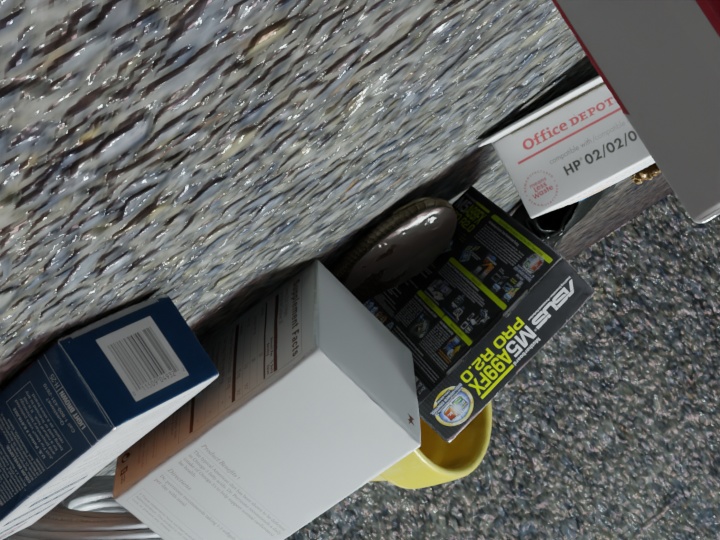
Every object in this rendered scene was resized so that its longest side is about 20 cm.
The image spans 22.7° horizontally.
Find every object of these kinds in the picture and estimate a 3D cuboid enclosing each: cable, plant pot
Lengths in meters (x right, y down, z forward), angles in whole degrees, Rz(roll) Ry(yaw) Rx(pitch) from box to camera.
[{"bbox_3d":[-0.198,0.212,1.433,0.199,0.070,0.200,3,-174,17],"label":"cable"},{"bbox_3d":[0.012,0.146,1.946,0.188,0.202,0.201,-19,-177,33],"label":"plant pot"}]

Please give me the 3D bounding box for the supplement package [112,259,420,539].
[{"bbox_3d":[-0.069,0.112,1.315,0.200,0.117,0.117,-36,-153,19],"label":"supplement package"}]

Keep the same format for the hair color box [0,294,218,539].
[{"bbox_3d":[-0.184,0.098,1.040,0.200,0.061,0.100,-39,172,34],"label":"hair color box"}]

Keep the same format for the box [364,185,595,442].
[{"bbox_3d":[0.078,0.029,1.399,0.160,0.044,0.200,-45,-155,0],"label":"box"}]

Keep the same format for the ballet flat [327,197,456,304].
[{"bbox_3d":[0.000,0.000,1.370,0.067,0.047,0.200,12,138,-36],"label":"ballet flat"}]

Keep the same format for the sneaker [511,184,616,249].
[{"bbox_3d":[0.194,-0.062,1.835,0.200,0.060,0.104,-45,170,35],"label":"sneaker"}]

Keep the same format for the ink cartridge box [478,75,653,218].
[{"bbox_3d":[0.174,-0.097,1.332,0.115,0.068,0.200,-28,176,22],"label":"ink cartridge box"}]

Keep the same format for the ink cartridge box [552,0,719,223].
[{"bbox_3d":[0.213,-0.132,0.936,0.200,0.148,0.086,-30,174,-42],"label":"ink cartridge box"}]

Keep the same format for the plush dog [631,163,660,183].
[{"bbox_3d":[0.317,-0.108,1.424,0.160,0.201,0.172,-17,-173,-25],"label":"plush dog"}]
